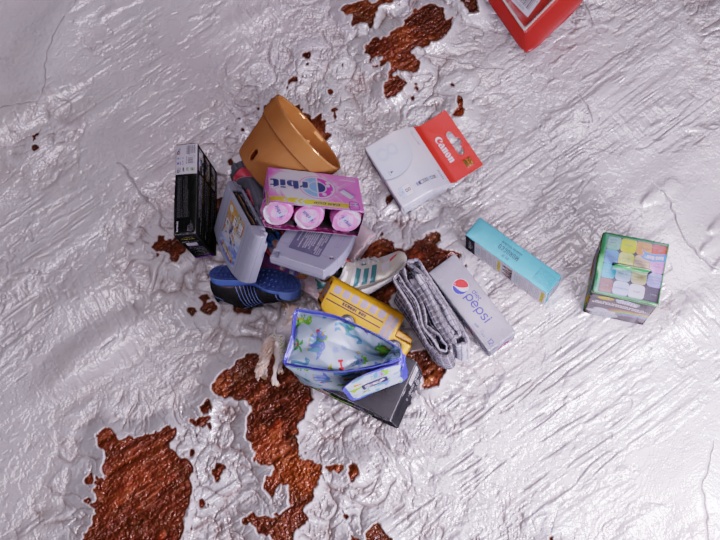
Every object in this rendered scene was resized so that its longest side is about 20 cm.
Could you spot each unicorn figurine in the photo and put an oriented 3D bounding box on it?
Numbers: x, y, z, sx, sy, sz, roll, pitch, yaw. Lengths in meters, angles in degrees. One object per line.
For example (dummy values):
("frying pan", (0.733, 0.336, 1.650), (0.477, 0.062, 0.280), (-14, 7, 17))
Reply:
("unicorn figurine", (-0.152, 0.145, 1.720), (0.074, 0.200, 0.138), (6, 101, 4))

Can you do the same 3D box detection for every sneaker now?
("sneaker", (-0.213, 0.042, 1.777), (0.199, 0.078, 0.070), (10, 41, 15))
("sneaker", (-0.001, 0.000, 1.741), (0.199, 0.070, 0.094), (-32, 106, -8))

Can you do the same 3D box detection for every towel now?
("towel", (-0.098, -0.052, 1.815), (0.200, 0.032, 0.191), (33, 81, 17))
("towel", (0.132, 0.089, 1.671), (0.085, 0.166, 0.200), (-32, 72, 1))

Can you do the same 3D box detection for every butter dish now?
("butter dish", (0.400, -0.597, 1.863), (0.199, 0.148, 0.200), (-43, 69, 36))

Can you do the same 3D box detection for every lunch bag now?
("lunch bag", (-0.018, 0.153, 1.510), (0.199, 0.170, 0.128), (7, 74, 8))

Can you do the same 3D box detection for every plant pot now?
("plant pot", (-0.157, -0.245, 1.811), (0.140, 0.200, 0.200), (-39, 71, 13))

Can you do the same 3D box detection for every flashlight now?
("flashlight", (-0.223, -0.151, 1.808), (0.068, 0.068, 0.200), (-22, 48, -1))

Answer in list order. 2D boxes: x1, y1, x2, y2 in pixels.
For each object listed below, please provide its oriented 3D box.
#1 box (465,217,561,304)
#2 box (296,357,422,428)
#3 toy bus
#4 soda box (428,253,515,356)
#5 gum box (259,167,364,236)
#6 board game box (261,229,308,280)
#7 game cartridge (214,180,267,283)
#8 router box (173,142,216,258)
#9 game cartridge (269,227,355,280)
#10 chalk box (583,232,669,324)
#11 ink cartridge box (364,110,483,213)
("box", (0.300, -0.018, 1.724), (0.200, 0.082, 0.049), (38, 80, 16))
("box", (0.001, 0.200, 1.662), (0.199, 0.149, 0.125), (23, 79, 14))
("toy bus", (0.013, 0.091, 1.692), (0.200, 0.065, 0.078), (28, 92, -12))
("soda box", (0.220, 0.069, 1.717), (0.068, 0.063, 0.200), (-36, 71, -3))
("gum box", (-0.100, -0.136, 1.719), (0.199, 0.066, 0.114), (5, 41, -13))
("board game box", (-0.175, -0.065, 1.794), (0.199, 0.039, 0.159), (6, 74, 11))
("game cartridge", (-0.245, -0.072, 1.750), (0.200, 0.041, 0.133), (56, 131, 44))
("router box", (-0.343, -0.143, 1.815), (0.051, 0.149, 0.201), (-4, 72, 6))
("game cartridge", (-0.082, -0.062, 1.728), (0.133, 0.041, 0.200), (15, 42, 12))
("chalk box", (0.497, 0.010, 1.625), (0.124, 0.200, 0.124), (13, 75, 11))
("ink cartridge box", (0.133, -0.238, 1.832), (0.200, 0.047, 0.160), (-31, 71, 0))
